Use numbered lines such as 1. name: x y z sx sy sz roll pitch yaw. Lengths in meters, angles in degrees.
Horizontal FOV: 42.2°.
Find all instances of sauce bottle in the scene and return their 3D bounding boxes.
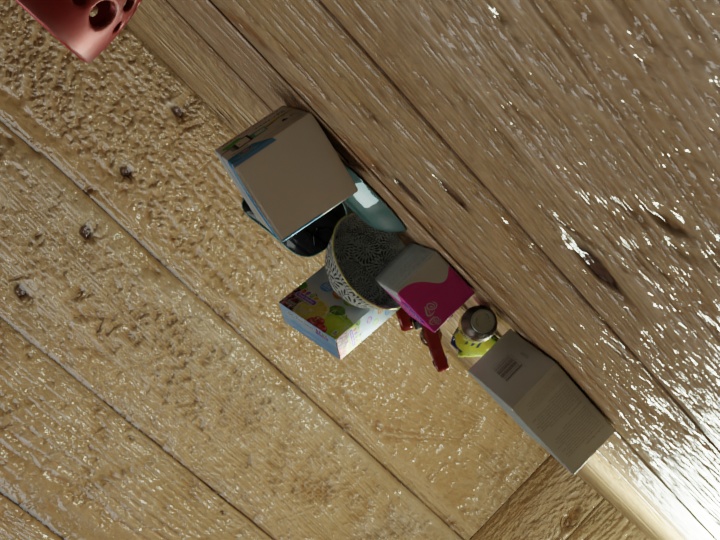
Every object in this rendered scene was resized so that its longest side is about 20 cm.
1. sauce bottle: 0.203 0.092 1.611 0.065 0.065 0.200 44 179 8

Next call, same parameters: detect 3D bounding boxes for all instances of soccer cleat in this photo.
1. soccer cleat: 0.237 0.154 1.899 0.065 0.084 0.200 44 178 -14

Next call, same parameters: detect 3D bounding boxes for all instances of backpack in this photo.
1. backpack: -0.119 -0.136 1.911 0.200 0.176 0.153 43 -165 -4

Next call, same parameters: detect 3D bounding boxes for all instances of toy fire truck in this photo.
1. toy fire truck: 0.146 0.132 1.984 0.200 0.112 0.168 68 -174 -87

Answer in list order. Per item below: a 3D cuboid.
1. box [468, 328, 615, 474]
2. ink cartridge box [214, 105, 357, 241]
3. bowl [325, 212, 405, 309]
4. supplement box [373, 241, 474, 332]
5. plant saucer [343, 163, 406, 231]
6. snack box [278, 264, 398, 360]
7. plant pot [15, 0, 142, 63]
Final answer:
1. box: 0.304 0.219 1.572 0.200 0.106 0.152 46 177 -30
2. ink cartridge box: -0.123 -0.160 1.488 0.146 0.147 0.200 58 173 -20
3. bowl: 0.000 0.000 1.777 0.201 0.094 0.201 23 -129 -31
4. supplement box: 0.108 0.025 1.635 0.101 0.103 0.200 46 176 -11
5. plant saucer: -0.004 -0.127 1.639 0.201 0.039 0.201 45 178 2
6. snack box: -0.032 0.061 1.859 0.169 0.200 0.068 30 146 35
7. plant pot: -0.318 -0.362 1.039 0.200 0.183 0.200 44 177 3
